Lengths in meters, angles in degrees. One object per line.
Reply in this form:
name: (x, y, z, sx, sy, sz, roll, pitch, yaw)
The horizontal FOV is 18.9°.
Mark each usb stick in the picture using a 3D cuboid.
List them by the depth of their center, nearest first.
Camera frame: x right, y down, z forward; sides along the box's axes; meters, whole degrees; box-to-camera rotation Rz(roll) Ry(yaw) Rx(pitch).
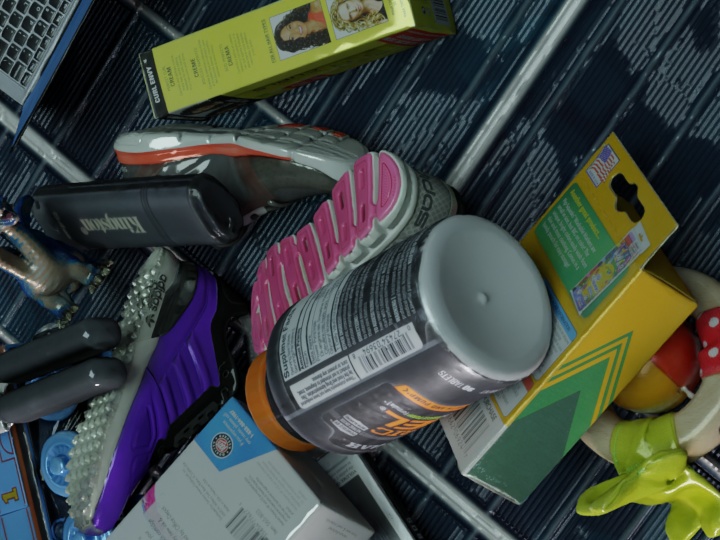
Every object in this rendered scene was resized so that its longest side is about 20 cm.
usb stick: (-0.153, -0.038, 1.454, 0.200, 0.055, 0.033, 0, 46, 48)

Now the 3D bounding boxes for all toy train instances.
toy train: (-0.210, 0.140, 1.512, 0.114, 0.087, 0.200, -19, 82, 30)

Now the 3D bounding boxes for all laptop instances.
laptop: (-0.237, -0.209, 1.504, 0.200, 0.116, 0.187, 36, 104, 21)

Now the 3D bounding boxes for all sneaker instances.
sneaker: (0.000, 0.000, 1.416, 0.200, 0.087, 0.074, -48, 42, 39)
sneaker: (-0.125, 0.090, 1.447, 0.070, 0.099, 0.200, -22, 47, 64)
sneaker: (-0.076, -0.055, 1.460, 0.200, 0.077, 0.082, 5, 102, 36)

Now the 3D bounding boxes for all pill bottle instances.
pill bottle: (0.014, 0.049, 1.321, 0.200, 0.106, 0.106, -30, 77, 45)

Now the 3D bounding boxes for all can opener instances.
can opener: (-0.238, 0.076, 1.438, 0.200, 0.067, 0.053, -21, 73, 44)

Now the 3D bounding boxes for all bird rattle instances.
bird rattle: (0.192, 0.062, 1.313, 0.163, 0.113, 0.200, 43, 106, 39)

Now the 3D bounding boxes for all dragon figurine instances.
dragon figurine: (-0.223, -0.013, 1.458, 0.099, 0.200, 0.059, 40, 90, -7)

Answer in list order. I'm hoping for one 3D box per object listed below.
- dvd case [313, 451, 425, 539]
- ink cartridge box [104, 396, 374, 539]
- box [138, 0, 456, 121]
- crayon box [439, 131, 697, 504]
dvd case: (-0.007, 0.233, 1.426, 0.150, 0.025, 0.200, -38, 75, 15)
ink cartridge box: (-0.102, 0.198, 1.400, 0.200, 0.068, 0.115, -48, 49, 5)
box: (-0.043, -0.151, 1.436, 0.200, 0.075, 0.050, -18, 85, 23)
crayon box: (0.126, 0.029, 1.324, 0.200, 0.052, 0.126, -51, 28, 17)
